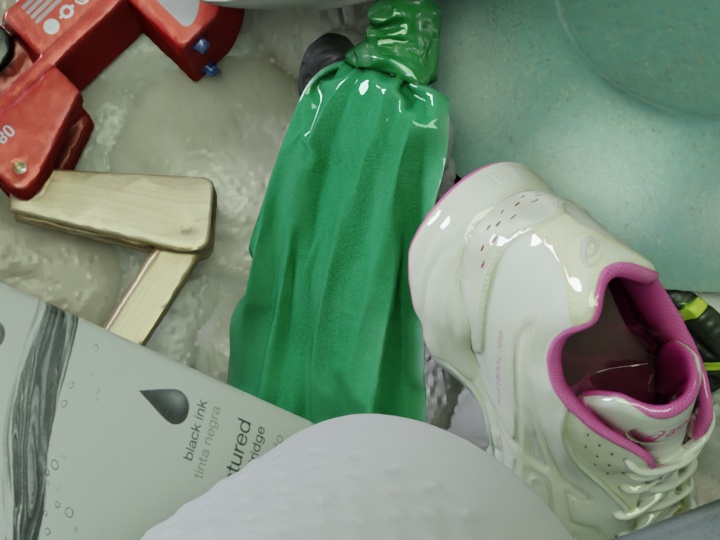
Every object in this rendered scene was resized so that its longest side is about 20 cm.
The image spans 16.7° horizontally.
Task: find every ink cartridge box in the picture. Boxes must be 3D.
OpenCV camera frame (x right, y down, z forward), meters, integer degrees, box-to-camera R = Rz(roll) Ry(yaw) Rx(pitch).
[{"bbox_3d":[-0.127,0.085,0.793,0.084,0.200,0.146,-3,67,48],"label":"ink cartridge box"}]

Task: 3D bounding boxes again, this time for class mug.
[{"bbox_3d":[-0.008,0.151,0.694,0.200,0.175,0.148,24,122,27],"label":"mug"}]

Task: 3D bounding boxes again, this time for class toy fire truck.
[{"bbox_3d":[-0.103,-0.032,0.922,0.200,0.049,0.141,-43,79,-7],"label":"toy fire truck"}]

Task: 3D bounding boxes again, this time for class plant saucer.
[{"bbox_3d":[0.116,-0.085,0.886,0.200,0.039,0.201,4,55,-6],"label":"plant saucer"}]

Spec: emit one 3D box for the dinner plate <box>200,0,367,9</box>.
[{"bbox_3d":[0.034,-0.131,0.873,0.200,0.200,0.024,-25,106,-2],"label":"dinner plate"}]

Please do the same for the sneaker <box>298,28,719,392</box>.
[{"bbox_3d":[0.065,-0.030,0.911,0.200,0.075,0.076,35,54,11],"label":"sneaker"}]

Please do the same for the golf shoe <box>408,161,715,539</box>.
[{"bbox_3d":[0.083,0.058,0.825,0.075,0.200,0.091,-41,35,-20],"label":"golf shoe"}]

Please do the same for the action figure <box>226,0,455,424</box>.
[{"bbox_3d":[0.000,0.000,0.861,0.118,0.055,0.201,23,111,38],"label":"action figure"}]

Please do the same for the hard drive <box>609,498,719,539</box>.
[{"bbox_3d":[0.159,0.116,0.741,0.200,0.033,0.140,-25,41,27],"label":"hard drive"}]
